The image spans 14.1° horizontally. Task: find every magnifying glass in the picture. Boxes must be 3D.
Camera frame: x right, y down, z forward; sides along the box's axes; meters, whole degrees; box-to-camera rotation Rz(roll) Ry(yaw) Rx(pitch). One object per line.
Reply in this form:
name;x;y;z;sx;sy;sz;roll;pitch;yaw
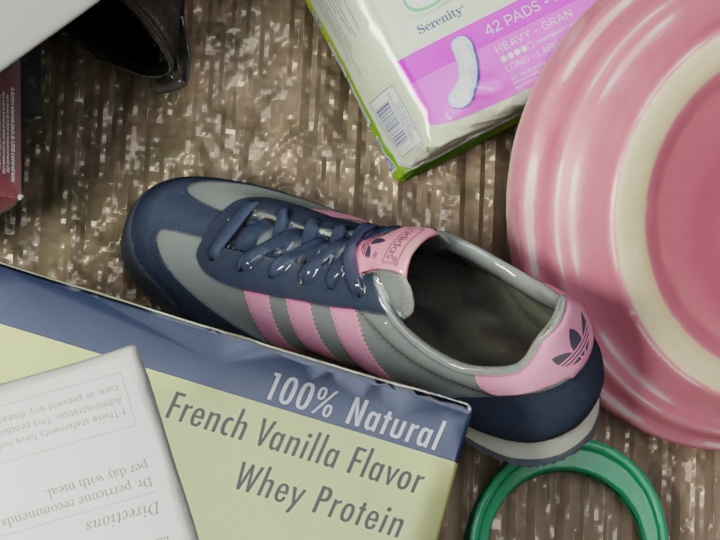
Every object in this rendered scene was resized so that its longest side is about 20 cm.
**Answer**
magnifying glass;0.062;0.161;1.118;0.079;0.022;0.201;20;75;-6

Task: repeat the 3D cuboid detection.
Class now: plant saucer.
plant saucer;0.156;-0.027;1.117;0.199;0.051;0.202;-3;99;-18

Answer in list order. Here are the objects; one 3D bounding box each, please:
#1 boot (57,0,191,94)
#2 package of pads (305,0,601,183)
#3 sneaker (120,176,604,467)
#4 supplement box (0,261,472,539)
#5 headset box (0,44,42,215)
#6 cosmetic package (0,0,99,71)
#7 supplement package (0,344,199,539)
boot;-0.106;-0.180;1.073;0.200;0.069;0.175;42;50;-43
package of pads;0.067;-0.149;1.151;0.199;0.068;0.155;-27;85;-14
sneaker;0.000;0.000;1.083;0.199;0.082;0.070;21;61;14
supplement box;-0.088;0.123;1.039;0.199;0.134;0.201;17;77;-6
headset box;-0.207;-0.094;1.056;0.199;0.075;0.149;11;66;-31
cosmetic package;-0.140;-0.121;0.963;0.200;0.074;0.102;-36;125;-19
supplement package;-0.098;0.141;0.905;0.116;0.117;0.201;-15;82;-12
